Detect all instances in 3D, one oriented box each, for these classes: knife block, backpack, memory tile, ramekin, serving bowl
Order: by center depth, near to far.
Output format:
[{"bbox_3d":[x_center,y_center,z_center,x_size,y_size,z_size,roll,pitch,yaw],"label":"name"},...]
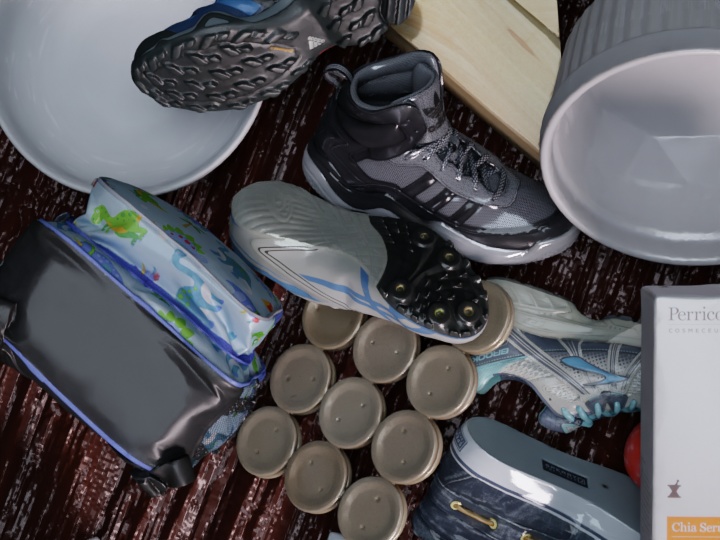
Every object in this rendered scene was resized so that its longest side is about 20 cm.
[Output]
[{"bbox_3d":[0.216,-0.105,1.149,0.199,0.201,0.105,5,51,4],"label":"ramekin"},{"bbox_3d":[-0.140,0.036,1.173,0.183,0.200,0.147,39,89,2],"label":"backpack"},{"bbox_3d":[0.008,0.076,1.220,0.153,0.017,0.201,29,90,33],"label":"memory tile"},{"bbox_3d":[0.052,-0.166,1.242,0.174,0.064,0.201,-4,86,4],"label":"knife block"},{"bbox_3d":[-0.160,-0.146,1.251,0.199,0.066,0.201,0,84,0],"label":"serving bowl"}]

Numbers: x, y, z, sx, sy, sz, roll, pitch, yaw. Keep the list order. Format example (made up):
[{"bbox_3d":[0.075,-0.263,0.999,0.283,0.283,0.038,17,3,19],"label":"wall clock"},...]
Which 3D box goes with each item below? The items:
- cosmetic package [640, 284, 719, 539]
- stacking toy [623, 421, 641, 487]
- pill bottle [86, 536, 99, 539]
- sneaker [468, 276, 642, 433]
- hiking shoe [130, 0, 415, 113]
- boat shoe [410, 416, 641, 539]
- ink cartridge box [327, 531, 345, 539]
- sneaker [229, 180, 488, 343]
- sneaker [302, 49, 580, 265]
[{"bbox_3d":[0.229,0.111,1.127,0.101,0.071,0.201,-1,95,3],"label":"cosmetic package"},{"bbox_3d":[0.274,0.145,1.198,0.199,0.085,0.086,18,87,9],"label":"stacking toy"},{"bbox_3d":[-0.178,0.288,1.202,0.111,0.111,0.201,-22,84,2],"label":"pill bottle"},{"bbox_3d":[0.161,0.075,1.208,0.199,0.078,0.087,17,80,17],"label":"sneaker"},{"bbox_3d":[-0.060,-0.171,1.195,0.199,0.075,0.087,-20,45,5],"label":"hiking shoe"},{"bbox_3d":[0.136,0.178,1.216,0.199,0.071,0.091,27,116,-7],"label":"boat shoe"},{"bbox_3d":[0.040,0.274,1.166,0.199,0.047,0.161,12,85,44],"label":"ink cartridge box"},{"bbox_3d":[0.000,0.000,1.210,0.199,0.073,0.072,25,59,22],"label":"sneaker"},{"bbox_3d":[0.058,-0.078,1.203,0.199,0.114,0.076,18,49,8],"label":"sneaker"}]
